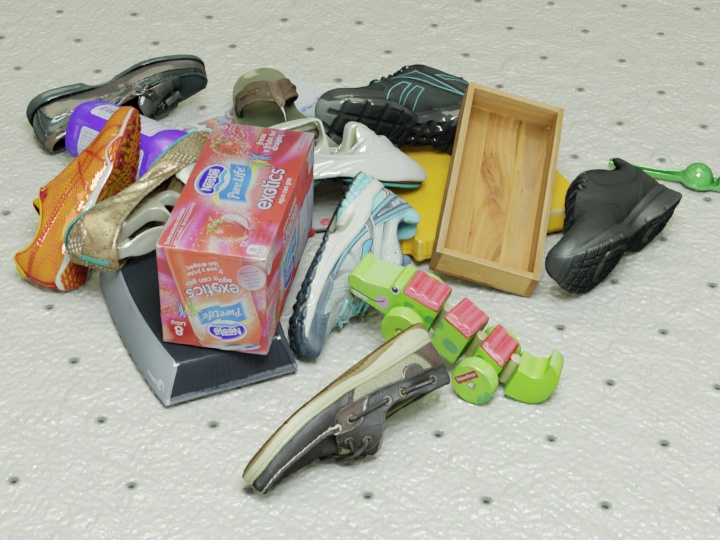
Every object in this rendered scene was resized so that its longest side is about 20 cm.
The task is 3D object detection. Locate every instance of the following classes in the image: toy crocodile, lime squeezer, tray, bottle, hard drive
[{"bbox_3d":[0.079,0.048,1.263,0.199,0.062,0.068,35,43,10],"label":"toy crocodile"},{"bbox_3d":[0.355,-0.109,1.519,0.199,0.071,0.038,-16,44,29],"label":"lime squeezer"},{"bbox_3d":[0.130,-0.079,1.412,0.098,0.037,0.201,15,57,-4],"label":"tray"},{"bbox_3d":[-0.198,-0.112,1.488,0.199,0.066,0.083,23,13,25],"label":"bottle"},{"bbox_3d":[-0.147,0.032,1.316,0.134,0.043,0.200,-13,38,-20],"label":"hard drive"}]

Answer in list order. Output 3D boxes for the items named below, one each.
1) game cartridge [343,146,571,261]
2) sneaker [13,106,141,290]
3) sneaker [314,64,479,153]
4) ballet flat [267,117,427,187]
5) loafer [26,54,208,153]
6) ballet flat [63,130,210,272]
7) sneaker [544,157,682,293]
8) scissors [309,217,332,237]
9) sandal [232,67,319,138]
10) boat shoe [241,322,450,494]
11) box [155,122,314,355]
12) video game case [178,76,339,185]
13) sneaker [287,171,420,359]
[{"bbox_3d":[0.101,-0.079,1.488,0.198,0.033,0.177,-13,37,-19],"label":"game cartridge"},{"bbox_3d":[-0.262,-0.077,1.393,0.076,0.073,0.201,16,60,14],"label":"sneaker"},{"bbox_3d":[0.040,-0.162,1.491,0.198,0.076,0.080,2,52,-29],"label":"sneaker"},{"bbox_3d":[-0.027,-0.111,1.415,0.198,0.070,0.070,-1,34,-20],"label":"ballet flat"},{"bbox_3d":[-0.252,-0.171,1.591,0.198,0.072,0.063,-18,59,-15],"label":"loafer"},{"bbox_3d":[-0.182,-0.058,1.357,0.065,0.071,0.200,28,50,22],"label":"ballet flat"},{"bbox_3d":[0.219,-0.045,1.397,0.091,0.076,0.200,42,40,15],"label":"sneaker"},{"bbox_3d":[-0.047,-0.048,1.457,0.198,0.014,0.073,-17,39,-24],"label":"scissors"},{"bbox_3d":[-0.097,-0.173,1.526,0.079,0.058,0.201,-14,31,-10],"label":"sandal"},{"bbox_3d":[-0.005,0.117,1.180,0.200,0.073,0.065,-38,83,-25],"label":"boat shoe"},{"bbox_3d":[-0.103,-0.031,1.284,0.094,0.103,0.201,7,37,7],"label":"box"},{"bbox_3d":[-0.075,-0.142,1.550,0.181,0.024,0.199,-31,37,-34],"label":"video game case"},{"bbox_3d":[0.000,0.000,1.327,0.086,0.078,0.201,25,55,-2],"label":"sneaker"}]
